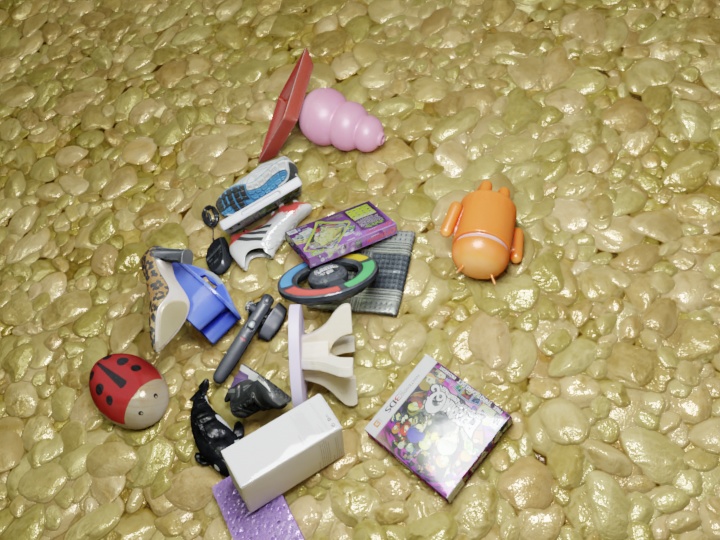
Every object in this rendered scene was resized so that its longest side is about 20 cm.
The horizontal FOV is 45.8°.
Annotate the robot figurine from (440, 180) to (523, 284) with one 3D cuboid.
[{"bbox_3d":[0.234,-0.071,1.630,0.115,0.144,0.203,-10,54,37],"label":"robot figurine"}]

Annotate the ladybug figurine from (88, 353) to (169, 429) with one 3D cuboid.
[{"bbox_3d":[-0.463,0.228,1.672,0.198,0.072,0.137,25,69,28],"label":"ladybug figurine"}]

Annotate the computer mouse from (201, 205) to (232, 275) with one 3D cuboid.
[{"bbox_3d":[-0.310,-0.067,1.840,0.058,0.034,0.202,-40,46,26],"label":"computer mouse"}]

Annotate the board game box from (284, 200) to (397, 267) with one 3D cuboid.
[{"bbox_3d":[-0.039,-0.075,1.705,0.197,0.033,0.120,-21,32,-20],"label":"board game box"}]

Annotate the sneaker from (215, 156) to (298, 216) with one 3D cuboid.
[{"bbox_3d":[-0.228,-0.186,1.876,0.198,0.076,0.087,-28,28,2],"label":"sneaker"}]

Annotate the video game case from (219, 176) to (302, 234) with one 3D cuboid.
[{"bbox_3d":[-0.202,-0.130,1.760,0.180,0.200,0.022,-31,91,-4],"label":"video game case"}]

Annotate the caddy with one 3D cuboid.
[{"bbox_3d":[-0.322,0.050,1.701,0.199,0.142,0.105,35,76,30],"label":"caddy"}]

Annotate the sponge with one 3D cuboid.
[{"bbox_3d":[-0.174,0.435,1.485,0.110,0.030,0.201,-30,55,-5],"label":"sponge"}]

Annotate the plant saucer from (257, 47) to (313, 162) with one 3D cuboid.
[{"bbox_3d":[-0.162,-0.361,1.907,0.036,0.200,0.203,22,60,-14],"label":"plant saucer"}]

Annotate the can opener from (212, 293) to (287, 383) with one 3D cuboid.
[{"bbox_3d":[-0.224,0.134,1.660,0.078,0.064,0.201,34,76,9],"label":"can opener"}]

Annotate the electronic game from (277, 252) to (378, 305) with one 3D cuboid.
[{"bbox_3d":[-0.062,0.012,1.623,0.196,0.042,0.201,-9,22,4],"label":"electronic game"}]

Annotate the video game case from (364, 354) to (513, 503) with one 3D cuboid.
[{"bbox_3d":[0.135,0.272,1.493,0.199,0.036,0.182,35,75,31],"label":"video game case"}]

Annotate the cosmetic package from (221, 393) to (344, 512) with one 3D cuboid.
[{"bbox_3d":[-0.130,0.316,1.477,0.198,0.108,0.085,-27,56,-18],"label":"cosmetic package"}]

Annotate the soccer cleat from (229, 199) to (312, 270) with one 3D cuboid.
[{"bbox_3d":[-0.182,-0.073,1.787,0.198,0.069,0.086,-28,67,-1],"label":"soccer cleat"}]

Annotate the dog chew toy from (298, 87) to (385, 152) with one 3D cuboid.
[{"bbox_3d":[-0.037,-0.321,1.866,0.197,0.125,0.126,24,67,19],"label":"dog chew toy"}]

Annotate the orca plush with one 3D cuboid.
[{"bbox_3d":[-0.276,0.286,1.581,0.104,0.071,0.202,-19,55,3],"label":"orca plush"}]

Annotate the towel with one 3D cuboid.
[{"bbox_3d":[0.000,0.000,1.711,0.196,0.035,0.195,5,64,17],"label":"towel"}]

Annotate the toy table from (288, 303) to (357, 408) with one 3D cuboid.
[{"bbox_3d":[-0.067,0.159,1.551,0.115,0.204,0.184,-3,24,2],"label":"toy table"}]

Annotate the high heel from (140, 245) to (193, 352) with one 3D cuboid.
[{"bbox_3d":[-0.389,0.053,1.620,0.141,0.071,0.204,2,74,42],"label":"high heel"}]

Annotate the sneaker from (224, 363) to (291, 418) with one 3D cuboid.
[{"bbox_3d":[-0.191,0.238,1.554,0.088,0.076,0.199,-55,21,-11],"label":"sneaker"}]
